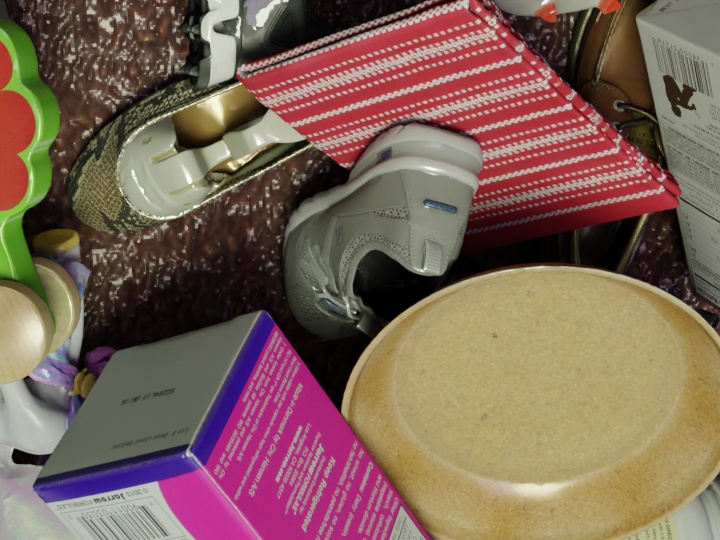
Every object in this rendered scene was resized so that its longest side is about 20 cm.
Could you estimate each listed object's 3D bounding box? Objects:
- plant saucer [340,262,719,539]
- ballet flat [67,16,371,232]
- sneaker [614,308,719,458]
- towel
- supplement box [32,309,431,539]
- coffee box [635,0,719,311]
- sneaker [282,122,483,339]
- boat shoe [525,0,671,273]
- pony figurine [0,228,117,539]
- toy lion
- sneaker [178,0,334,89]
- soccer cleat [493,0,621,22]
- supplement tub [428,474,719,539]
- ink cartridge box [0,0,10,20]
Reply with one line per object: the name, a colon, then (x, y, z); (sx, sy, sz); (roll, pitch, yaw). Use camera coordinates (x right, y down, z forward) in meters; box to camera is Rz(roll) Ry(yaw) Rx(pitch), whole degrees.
plant saucer: (0.089, 0.065, 0.794); (0.198, 0.036, 0.201); (0, 129, 0)
ballet flat: (-0.067, -0.073, 0.831); (0.199, 0.075, 0.068); (-26, 110, 1)
sneaker: (0.111, 0.042, 0.869); (0.199, 0.074, 0.119); (22, 131, 10)
towel: (0.054, -0.067, 0.785); (0.144, 0.023, 0.200); (-13, 147, 37)
supplement box: (-0.049, 0.133, 0.779); (0.101, 0.104, 0.201); (-15, 121, 32)
coffee box: (0.227, -0.070, 0.836); (0.113, 0.080, 0.201); (-36, 132, -15)
sneaker: (0.000, 0.000, 0.820); (0.074, 0.200, 0.083); (14, 64, -11)
boat shoe: (0.148, -0.076, 0.870); (0.071, 0.068, 0.202); (7, 109, -12)
pony figurine: (-0.174, 0.079, 0.847); (0.191, 0.167, 0.202); (4, 118, 23)
toy lion: (-0.228, -0.031, 0.731); (0.198, 0.069, 0.193); (-18, 99, 10)
sneaker: (-0.047, -0.194, 0.792); (0.090, 0.066, 0.202); (-4, 102, -15)
soccer cleat: (0.148, -0.195, 0.823); (0.199, 0.078, 0.069); (-27, 145, -4)
supplement tub: (0.121, 0.181, 0.922); (0.198, 0.145, 0.146); (1, 110, -10)
ink cartridge box: (-0.274, -0.103, 0.780); (0.198, 0.083, 0.148); (-15, 112, -3)
